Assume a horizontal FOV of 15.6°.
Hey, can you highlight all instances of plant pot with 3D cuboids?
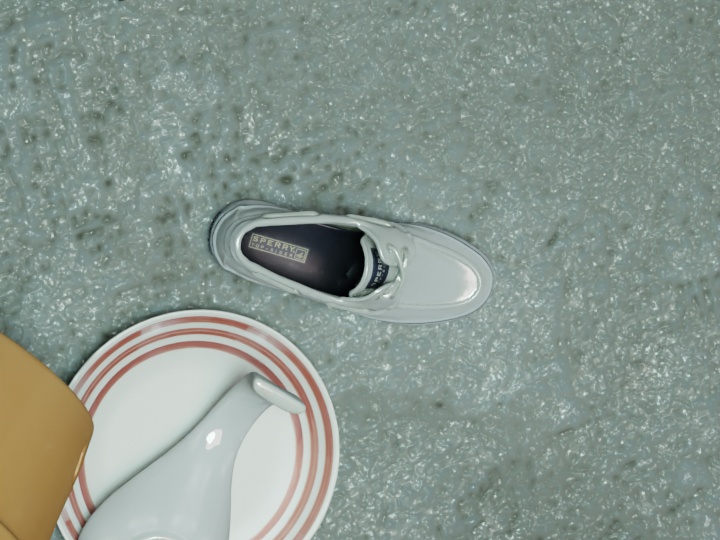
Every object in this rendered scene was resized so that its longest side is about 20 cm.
[{"bbox_3d":[-0.258,0.114,1.619,0.200,0.200,0.140,42,68,-19],"label":"plant pot"}]

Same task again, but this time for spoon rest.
[{"bbox_3d":[-0.109,0.149,1.714,0.099,0.061,0.200,33,102,-18],"label":"spoon rest"}]

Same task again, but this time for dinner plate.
[{"bbox_3d":[-0.112,0.123,1.743,0.200,0.024,0.200,-3,101,-17],"label":"dinner plate"}]

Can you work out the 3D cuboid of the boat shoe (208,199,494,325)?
[{"bbox_3d":[0.000,0.000,1.734,0.200,0.065,0.074,6,97,-18],"label":"boat shoe"}]
